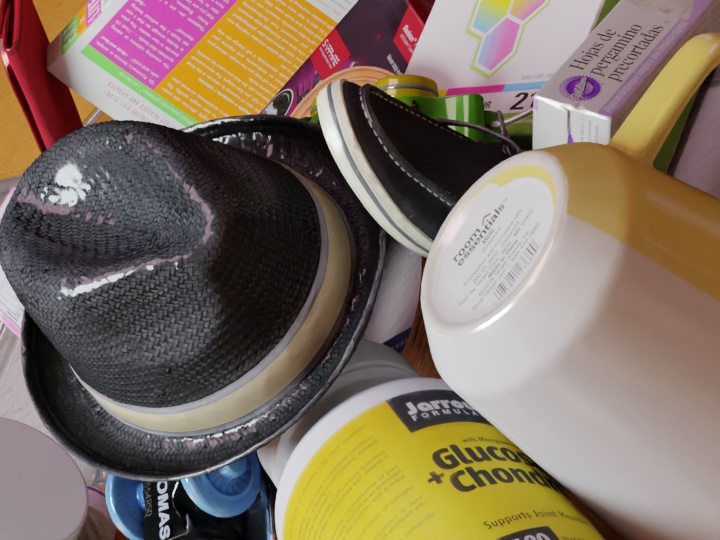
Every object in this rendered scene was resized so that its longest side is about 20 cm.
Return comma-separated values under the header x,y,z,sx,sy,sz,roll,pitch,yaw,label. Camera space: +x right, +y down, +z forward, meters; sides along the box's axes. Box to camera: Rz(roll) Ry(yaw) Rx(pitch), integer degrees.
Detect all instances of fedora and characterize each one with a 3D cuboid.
x,y,z,sx,sy,sz,roll,pitch,yaw,label
-0.090,-0.006,1.133,0.200,0.092,0.201,-19,54,28,fedora

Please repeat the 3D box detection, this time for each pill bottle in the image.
x,y,z,sx,sy,sz,roll,pitch,yaw,label
-0.218,0.179,1.388,0.116,0.116,0.200,-97,27,-49,pill bottle
0.032,0.115,1.094,0.112,0.112,0.200,-52,41,10,pill bottle

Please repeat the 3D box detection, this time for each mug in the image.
x,y,z,sx,sy,sz,roll,pitch,yaw,label
0.111,0.009,1.064,0.149,0.153,0.187,-24,43,46,mug

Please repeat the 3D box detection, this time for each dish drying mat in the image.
x,y,z,sx,sy,sz,roll,pitch,yaw,label
-0.179,-0.077,1.566,0.018,0.200,0.077,-13,41,7,dish drying mat

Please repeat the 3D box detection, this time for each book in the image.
x,y,z,sx,sy,sz,roll,pitch,yaw,label
-0.071,-0.154,1.516,0.200,0.133,0.048,-42,32,26,book

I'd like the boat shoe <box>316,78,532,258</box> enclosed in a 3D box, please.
x,y,z,sx,sy,sz,roll,pitch,yaw,label
0.059,-0.031,1.133,0.062,0.200,0.075,-38,37,25,boat shoe

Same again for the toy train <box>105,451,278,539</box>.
x,y,z,sx,sy,sz,roll,pitch,yaw,label
-0.062,0.055,1.247,0.087,0.114,0.201,-24,64,45,toy train

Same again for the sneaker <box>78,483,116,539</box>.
x,y,z,sx,sy,sz,roll,pitch,yaw,label
-0.209,0.146,1.513,0.200,0.073,0.115,-33,33,36,sneaker

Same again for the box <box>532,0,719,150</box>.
x,y,z,sx,sy,sz,roll,pitch,yaw,label
0.140,-0.110,1.152,0.039,0.042,0.200,20,47,25,box

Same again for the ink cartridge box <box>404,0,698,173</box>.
x,y,z,sx,sy,sz,roll,pitch,yaw,label
0.109,-0.135,1.280,0.148,0.076,0.200,0,64,57,ink cartridge box

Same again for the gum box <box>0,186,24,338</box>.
x,y,z,sx,sy,sz,roll,pitch,yaw,label
-0.139,0.029,1.467,0.066,0.113,0.200,-57,29,0,gum box

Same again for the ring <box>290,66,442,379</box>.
x,y,z,sx,sy,sz,roll,pitch,yaw,label
0.000,0.000,1.284,0.200,0.019,0.201,-10,78,56,ring

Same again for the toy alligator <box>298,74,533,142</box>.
x,y,z,sx,sy,sz,roll,pitch,yaw,label
0.018,-0.062,1.196,0.200,0.054,0.060,-12,72,42,toy alligator

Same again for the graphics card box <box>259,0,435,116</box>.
x,y,z,sx,sy,sz,roll,pitch,yaw,label
-0.019,-0.059,1.421,0.200,0.051,0.126,-49,29,13,graphics card box

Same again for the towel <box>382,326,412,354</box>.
x,y,z,sx,sy,sz,roll,pitch,yaw,label
0.029,0.105,1.239,0.145,0.024,0.200,-29,39,46,towel
